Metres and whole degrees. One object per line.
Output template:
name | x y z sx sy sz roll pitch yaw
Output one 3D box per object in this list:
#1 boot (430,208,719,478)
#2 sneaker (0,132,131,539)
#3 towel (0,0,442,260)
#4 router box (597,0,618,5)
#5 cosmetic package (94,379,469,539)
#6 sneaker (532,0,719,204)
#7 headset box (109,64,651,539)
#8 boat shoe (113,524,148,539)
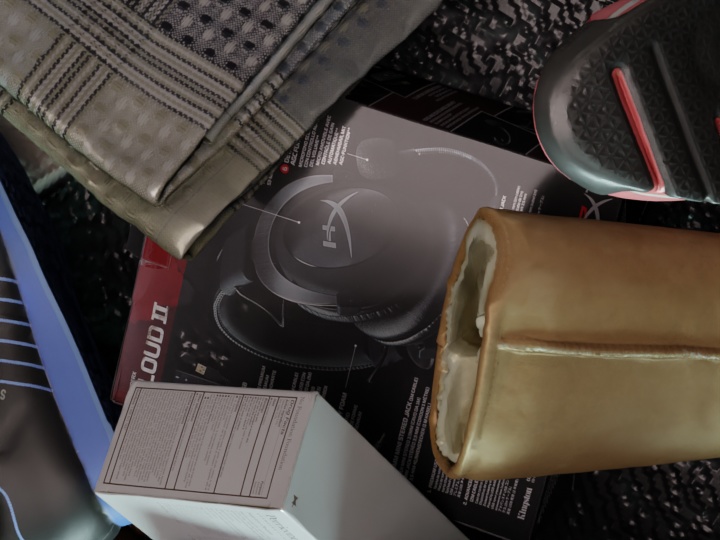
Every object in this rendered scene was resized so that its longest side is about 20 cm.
boot | 0.135 -0.004 0.898 0.199 0.066 0.176 3 105 -15
sneaker | -0.152 0.026 1.030 0.078 0.070 0.201 -25 73 4
towel | -0.072 -0.130 0.951 0.200 0.035 0.193 39 75 12
router box | 0.075 -0.210 0.898 0.149 0.062 0.201 26 91 11
cosmetic package | -0.010 0.106 0.962 0.082 0.200 0.051 4 64 32
sneaker | 0.118 -0.069 0.848 0.087 0.200 0.074 -3 107 50
headset box | 0.000 0.000 0.996 0.199 0.077 0.149 18 107 15
boat shoe | -0.128 0.114 1.068 0.200 0.072 0.068 34 113 11
